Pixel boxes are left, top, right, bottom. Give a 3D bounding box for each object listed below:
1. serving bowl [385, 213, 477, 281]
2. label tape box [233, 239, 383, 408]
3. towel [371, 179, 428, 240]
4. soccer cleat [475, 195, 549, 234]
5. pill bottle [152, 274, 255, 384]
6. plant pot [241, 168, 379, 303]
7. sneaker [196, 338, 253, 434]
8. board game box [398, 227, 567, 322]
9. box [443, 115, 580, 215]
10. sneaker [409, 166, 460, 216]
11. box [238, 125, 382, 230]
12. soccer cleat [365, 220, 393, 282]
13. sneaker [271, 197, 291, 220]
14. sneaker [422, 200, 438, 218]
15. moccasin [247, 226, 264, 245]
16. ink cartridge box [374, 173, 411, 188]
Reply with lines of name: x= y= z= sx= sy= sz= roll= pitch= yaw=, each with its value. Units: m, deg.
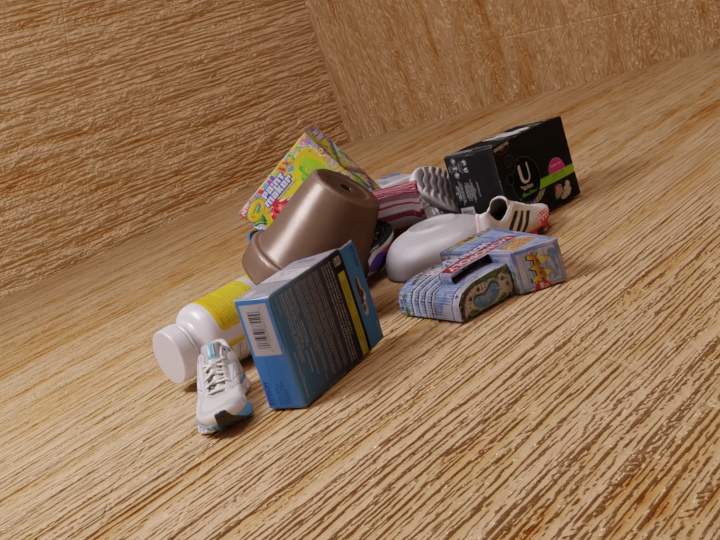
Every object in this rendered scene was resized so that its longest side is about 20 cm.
serving bowl: x=0.129 y=-0.049 z=1.572 sx=0.196 sy=0.067 sz=0.200 roll=-19 pitch=13 yaw=5
label tape box: x=-0.060 y=0.064 z=1.188 sx=0.065 sy=0.146 sz=0.200 roll=-9 pitch=16 yaw=34
towel: x=0.049 y=-0.085 z=1.671 sx=0.141 sy=0.023 sz=0.201 roll=-15 pitch=-28 yaw=6
soccer cleat: x=0.245 y=-0.086 z=1.502 sx=0.068 sy=0.087 sz=0.199 roll=-8 pitch=17 yaw=42
pill bottle: x=-0.204 y=0.086 z=1.389 sx=0.198 sy=0.113 sz=0.110 roll=-29 pitch=16 yaw=-38
plant pot: x=-0.056 y=-0.048 z=1.393 sx=0.197 sy=0.177 sz=0.201 roll=25 pitch=20 yaw=-10
sneaker: x=-0.184 y=0.140 z=1.193 sx=0.074 sy=0.088 sz=0.200 roll=-18 pitch=14 yaw=-5
board game box: x=0.177 y=0.001 z=1.294 sx=0.198 sy=0.063 sz=0.199 roll=-26 pitch=13 yaw=-28
box: x=0.271 y=-0.169 z=1.661 sx=0.198 sy=0.151 sz=0.123 roll=-27 pitch=13 yaw=-35
sneaker: x=0.152 y=-0.121 z=1.702 sx=0.198 sy=0.076 sz=0.081 roll=25 pitch=-38 yaw=-38
box: x=-0.089 y=-0.129 z=1.770 sx=0.200 sy=0.192 sz=0.122 roll=-48 pitch=5 yaw=15
soccer cleat: x=0.000 y=0.000 z=1.593 sx=0.067 sy=0.074 sz=0.201 roll=16 pitch=47 yaw=26
sneaker: x=-0.091 y=-0.071 z=1.581 sx=0.113 sy=0.080 sz=0.200 roll=-6 pitch=21 yaw=-7
sneaker: x=0.198 y=-0.133 z=1.820 sx=0.197 sy=0.078 sz=0.080 roll=-9 pitch=6 yaw=32
moccasin: x=-0.150 y=-0.025 z=1.610 sx=0.067 sy=0.082 sz=0.200 roll=-22 pitch=24 yaw=-4
ink cartridge box: x=0.020 y=-0.144 z=2.093 sx=0.197 sy=0.086 sz=0.144 roll=-21 pitch=12 yaw=-13
